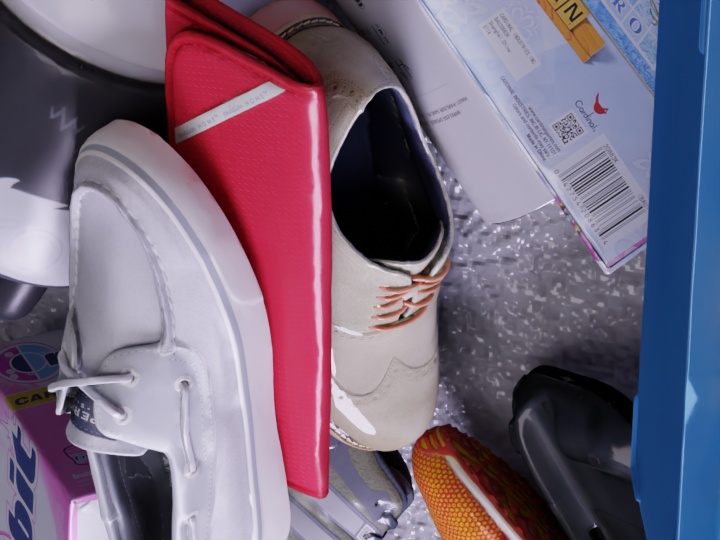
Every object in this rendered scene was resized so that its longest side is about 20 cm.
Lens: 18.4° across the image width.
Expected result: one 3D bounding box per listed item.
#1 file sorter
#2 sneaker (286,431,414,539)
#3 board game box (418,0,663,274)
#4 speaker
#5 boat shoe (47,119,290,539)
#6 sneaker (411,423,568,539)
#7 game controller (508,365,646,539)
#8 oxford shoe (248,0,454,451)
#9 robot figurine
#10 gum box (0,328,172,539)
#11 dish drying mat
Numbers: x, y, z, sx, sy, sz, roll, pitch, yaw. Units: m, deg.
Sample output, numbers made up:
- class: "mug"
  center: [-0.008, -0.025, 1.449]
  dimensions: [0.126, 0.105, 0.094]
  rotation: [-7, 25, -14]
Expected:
- class: "file sorter"
  center: [0.149, -0.005, 0.660]
  dimensions: [0.122, 0.139, 0.201]
  rotation: [2, 105, 3]
- class: "sneaker"
  center: [-0.019, 0.108, 0.922]
  dimensions: [0.081, 0.074, 0.201]
  rotation: [2, 111, -1]
- class: "board game box"
  center: [0.106, -0.136, 0.722]
  dimensions: [0.199, 0.041, 0.200]
  rotation: [-34, 103, 8]
- class: "speaker"
  center: [0.023, -0.117, 0.788]
  dimensions: [0.081, 0.081, 0.200]
  rotation: [-28, 104, 31]
- class: "boat shoe"
  center: [-0.078, 0.042, 0.802]
  dimensions: [0.072, 0.068, 0.201]
  rotation: [27, 139, 32]
- class: "sneaker"
  center: [0.068, 0.154, 0.913]
  dimensions: [0.077, 0.073, 0.200]
  rotation: [-27, 104, 10]
- class: "game controller"
  center: [0.126, 0.126, 0.876]
  dimensions: [0.200, 0.042, 0.104]
  rotation: [59, 157, -15]
- class: "oxford shoe"
  center: [0.000, 0.000, 0.815]
  dimensions: [0.074, 0.071, 0.201]
  rotation: [36, 152, 44]
- class: "robot figurine"
  center: [-0.110, -0.076, 0.840]
  dimensions: [0.200, 0.150, 0.125]
  rotation: [-57, 46, 35]
- class: "gum box"
  center: [-0.119, 0.140, 0.957]
  dimensions: [0.114, 0.066, 0.201]
  rotation: [45, 138, 47]
- class: "dish drying mat"
  center: [-0.041, -0.004, 0.794]
  dimensions: [0.077, 0.018, 0.201]
  rotation: [31, 140, 28]
